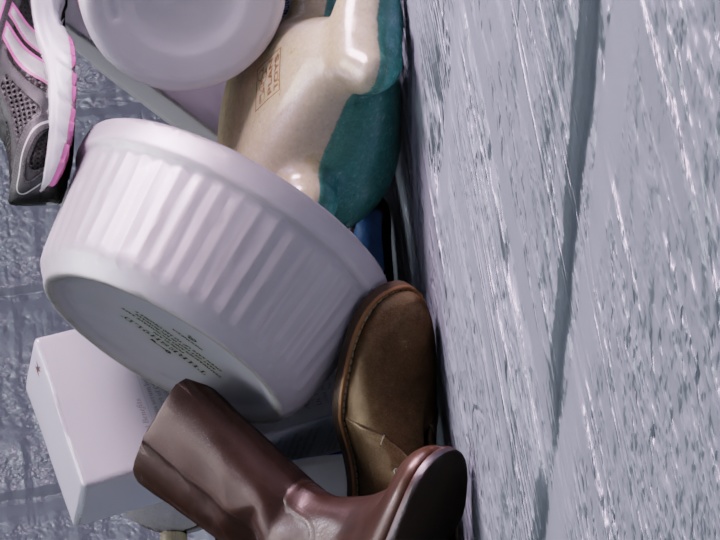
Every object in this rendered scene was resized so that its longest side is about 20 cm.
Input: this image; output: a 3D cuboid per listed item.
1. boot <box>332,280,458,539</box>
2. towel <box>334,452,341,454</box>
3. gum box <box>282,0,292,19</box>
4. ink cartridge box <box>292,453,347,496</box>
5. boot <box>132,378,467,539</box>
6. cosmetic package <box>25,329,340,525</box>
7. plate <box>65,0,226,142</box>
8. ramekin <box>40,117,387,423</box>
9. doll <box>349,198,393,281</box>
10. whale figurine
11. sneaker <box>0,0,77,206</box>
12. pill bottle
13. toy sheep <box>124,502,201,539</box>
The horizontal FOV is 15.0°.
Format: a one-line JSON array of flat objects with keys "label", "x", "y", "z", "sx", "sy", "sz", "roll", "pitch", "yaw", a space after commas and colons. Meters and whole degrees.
[{"label": "boot", "x": 0.029, "y": 0.106, "z": 1.546, "sx": 0.075, "sy": 0.073, "sz": 0.201, "roll": 22, "pitch": 116, "yaw": 49}, {"label": "towel", "x": -0.007, "y": 0.032, "z": 1.964, "sx": 0.148, "sy": 0.049, "sz": 0.200, "roll": -90, "pitch": -3, "yaw": -52}, {"label": "gum box", "x": -0.032, "y": -0.234, "z": 1.682, "sx": 0.200, "sy": 0.066, "sz": 0.114, "roll": 89, "pitch": 172, "yaw": -50}, {"label": "ink cartridge box", "x": -0.013, "y": 0.205, "z": 1.709, "sx": 0.200, "sy": 0.084, "sz": 0.145, "roll": 47, "pitch": -145, "yaw": -72}, {"label": "boot", "x": -0.042, "y": 0.109, "z": 1.519, "sx": 0.200, "sy": 0.064, "sz": 0.187, "roll": 42, "pitch": 134, "yaw": 23}, {"label": "cosmetic package", "x": -0.094, "y": 0.075, "z": 1.674, "sx": 0.071, "sy": 0.199, "sz": 0.102, "roll": 113, "pitch": 140, "yaw": -61}, {"label": "plate", "x": -0.101, "y": -0.138, "z": 1.747, "sx": 0.032, "sy": 0.199, "sz": 0.200, "roll": -49, "pitch": 9, "yaw": 29}, {"label": "ramekin", "x": -0.091, "y": 0.007, "z": 1.563, "sx": 0.094, "sy": 0.202, "sz": 0.202, "roll": -61, "pitch": -9, "yaw": -19}, {"label": "doll", "x": 0.000, "y": 0.000, "z": 1.746, "sx": 0.137, "sy": 0.048, "sz": 0.201, "roll": -115, "pitch": 18, "yaw": -65}, {"label": "whale figurine", "x": -0.011, "y": -0.095, "z": 1.582, "sx": 0.200, "sy": 0.104, "sz": 0.159, "roll": 135, "pitch": 143, "yaw": -54}, {"label": "sneaker", "x": -0.211, "y": -0.127, "z": 1.597, "sx": 0.080, "sy": 0.086, "sz": 0.201, "roll": 103, "pitch": 163, "yaw": -63}, {"label": "pill bottle", "x": -0.114, "y": -0.192, "z": 1.625, "sx": 0.200, "sy": 0.119, "sz": 0.120, "roll": -113, "pitch": 16, "yaw": -66}, {"label": "toy sheep", "x": -0.113, "y": 0.100, "z": 1.769, "sx": 0.138, "sy": 0.137, "sz": 0.201, "roll": 93, "pitch": 179, "yaw": -68}]
